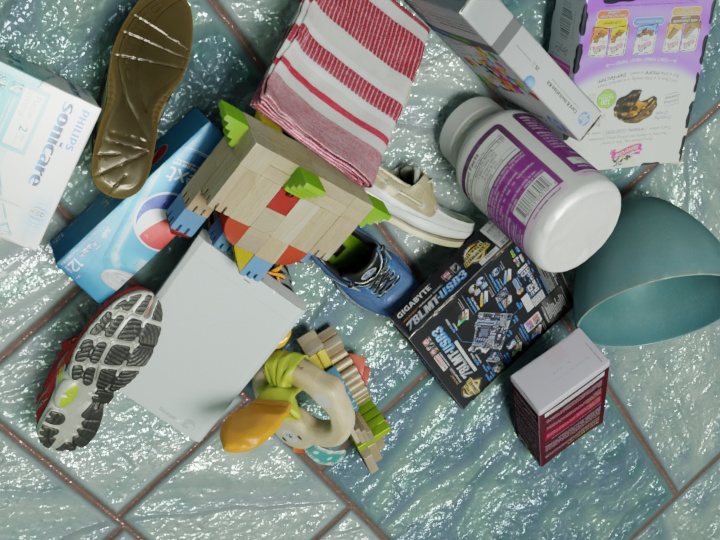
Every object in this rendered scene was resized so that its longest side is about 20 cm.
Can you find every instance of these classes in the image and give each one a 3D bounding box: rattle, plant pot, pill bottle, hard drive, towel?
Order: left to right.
[{"bbox_3d":[-0.165,0.072,0.955,0.131,0.026,0.201,35,111,-11],"label":"hard drive"},{"bbox_3d":[-0.079,0.194,1.004,0.128,0.144,0.201,14,138,2],"label":"rattle"},{"bbox_3d":[-0.011,-0.200,0.902,0.143,0.023,0.202,33,64,-25],"label":"towel"},{"bbox_3d":[0.171,-0.099,0.979,0.111,0.200,0.113,-22,138,-21],"label":"pill bottle"},{"bbox_3d":[0.347,-0.008,1.126,0.197,0.136,0.201,-6,152,-3],"label":"plant pot"}]

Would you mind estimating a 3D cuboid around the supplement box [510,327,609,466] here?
[{"bbox_3d":[0.250,0.164,1.162,0.108,0.061,0.201,-33,148,-9],"label":"supplement box"}]

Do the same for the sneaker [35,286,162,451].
[{"bbox_3d":[-0.274,0.086,0.928,0.077,0.085,0.201,25,110,-41],"label":"sneaker"}]

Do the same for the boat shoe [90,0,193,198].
[{"bbox_3d":[-0.214,-0.167,0.866,0.073,0.065,0.203,22,82,-30],"label":"boat shoe"}]

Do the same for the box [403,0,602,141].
[{"bbox_3d":[0.140,-0.225,0.948,0.199,0.156,0.041,36,96,-32],"label":"box"}]

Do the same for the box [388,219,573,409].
[{"bbox_3d":[0.150,0.047,1.094,0.198,0.050,0.200,-42,139,-3],"label":"box"}]

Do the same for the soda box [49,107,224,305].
[{"bbox_3d":[-0.208,-0.065,0.908,0.200,0.068,0.064,-44,121,-2],"label":"soda box"}]

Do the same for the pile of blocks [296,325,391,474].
[{"bbox_3d":[-0.004,0.146,1.077,0.062,0.082,0.202,-31,119,-9],"label":"pile of blocks"}]

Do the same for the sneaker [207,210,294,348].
[{"bbox_3d":[-0.106,-0.009,0.973,0.077,0.077,0.202,-19,116,-14],"label":"sneaker"}]

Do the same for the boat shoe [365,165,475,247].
[{"bbox_3d":[0.053,-0.079,1.015,0.198,0.075,0.069,16,102,-33],"label":"boat shoe"}]

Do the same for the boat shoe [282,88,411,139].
[{"bbox_3d":[-0.030,-0.157,0.934,0.198,0.065,0.073,-30,81,-13],"label":"boat shoe"}]

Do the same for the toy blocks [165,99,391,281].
[{"bbox_3d":[-0.088,-0.054,0.879,0.199,0.100,0.137,24,117,-40],"label":"toy blocks"}]

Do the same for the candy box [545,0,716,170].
[{"bbox_3d":[0.295,-0.219,1.048,0.165,0.072,0.202,-7,121,-17],"label":"candy box"}]

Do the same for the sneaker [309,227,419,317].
[{"bbox_3d":[0.000,0.000,1.015,0.199,0.089,0.079,37,95,-31],"label":"sneaker"}]

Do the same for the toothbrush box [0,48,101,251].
[{"bbox_3d":[-0.352,-0.127,0.810,0.198,0.085,0.148,24,99,-31],"label":"toothbrush box"}]
